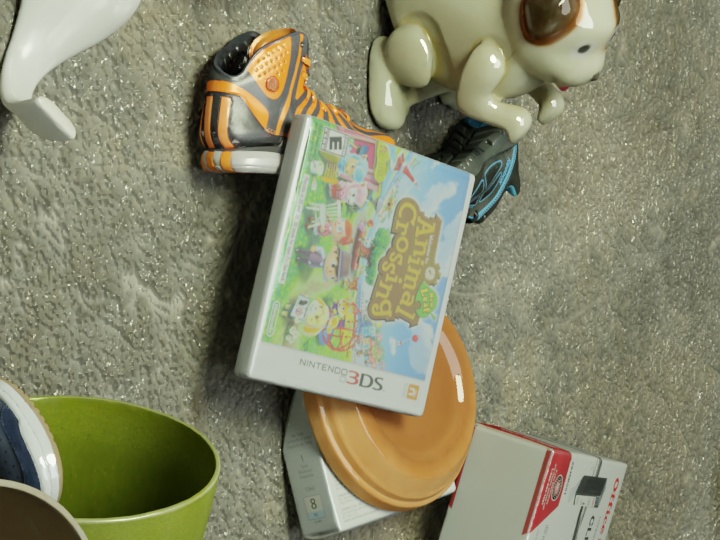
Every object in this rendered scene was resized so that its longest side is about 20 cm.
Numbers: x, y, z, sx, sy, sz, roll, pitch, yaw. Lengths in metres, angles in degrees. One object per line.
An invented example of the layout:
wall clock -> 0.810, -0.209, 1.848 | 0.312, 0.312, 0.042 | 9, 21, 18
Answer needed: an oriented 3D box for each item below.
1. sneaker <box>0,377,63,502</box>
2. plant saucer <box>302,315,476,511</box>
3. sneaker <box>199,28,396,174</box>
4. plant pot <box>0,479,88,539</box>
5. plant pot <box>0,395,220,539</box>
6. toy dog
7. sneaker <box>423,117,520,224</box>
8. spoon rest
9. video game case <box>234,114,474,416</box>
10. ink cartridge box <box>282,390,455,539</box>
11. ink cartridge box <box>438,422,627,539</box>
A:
sneaker -> -0.267, 0.087, 0.988 | 0.108, 0.200, 0.070 | -20, 136, -43
plant saucer -> 0.033, 0.096, 1.408 | 0.200, 0.037, 0.201 | 18, 64, -43
sneaker -> -0.040, -0.130, 1.327 | 0.200, 0.077, 0.113 | -2, 95, -51
plant pot -> -0.277, 0.195, 0.955 | 0.187, 0.199, 0.188 | -6, 98, -48
plant pot -> -0.193, 0.209, 1.103 | 0.187, 0.187, 0.201 | -15, 118, -49
toy dog -> 0.124, -0.205, 1.428 | 0.139, 0.199, 0.195 | -10, 100, -51
sneaker -> 0.085, -0.069, 1.488 | 0.200, 0.073, 0.082 | -35, 120, -43
spoon rest -> -0.198, -0.173, 1.159 | 0.099, 0.060, 0.201 | 50, 42, -41
video game case -> 0.000, 0.000, 1.315 | 0.182, 0.022, 0.201 | 16, 84, -40
ink cartridge box -> -0.006, 0.108, 1.425 | 0.160, 0.047, 0.201 | -10, 83, -50
ink cartridge box -> 0.155, 0.224, 1.540 | 0.200, 0.083, 0.145 | 19, 87, -62
